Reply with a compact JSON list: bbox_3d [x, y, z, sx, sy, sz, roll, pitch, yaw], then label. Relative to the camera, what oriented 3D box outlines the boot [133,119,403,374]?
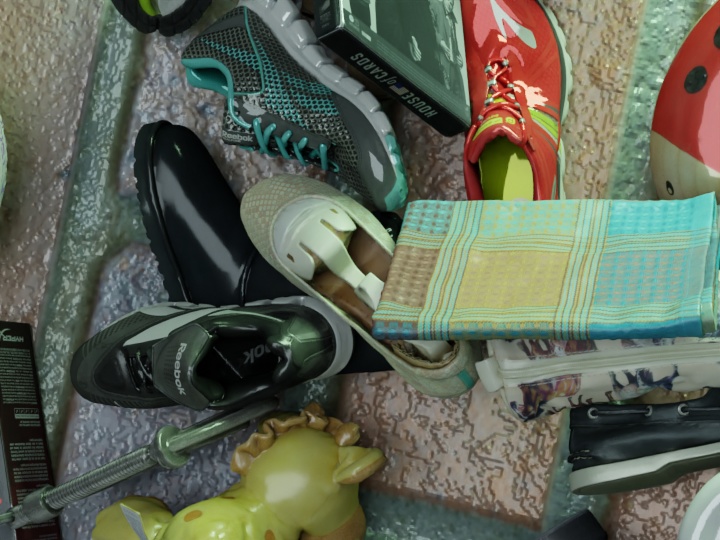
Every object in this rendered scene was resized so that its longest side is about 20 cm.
[{"bbox_3d":[-0.050,-0.019,1.421,0.167,0.076,0.201,-14,89,20],"label":"boot"}]

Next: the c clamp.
[{"bbox_3d":[-0.151,0.130,1.389,0.199,0.171,0.027,-26,84,32],"label":"c clamp"}]

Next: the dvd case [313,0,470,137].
[{"bbox_3d":[0.016,-0.201,1.346,0.025,0.150,0.201,-20,59,28],"label":"dvd case"}]

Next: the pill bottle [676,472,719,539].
[{"bbox_3d":[0.254,0.162,1.252,0.115,0.200,0.117,-1,88,17],"label":"pill bottle"}]

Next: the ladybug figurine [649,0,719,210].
[{"bbox_3d":[0.254,-0.110,1.336,0.135,0.072,0.201,29,95,17],"label":"ladybug figurine"}]

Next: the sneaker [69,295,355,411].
[{"bbox_3d":[-0.109,0.056,1.367,0.199,0.090,0.067,-7,97,23],"label":"sneaker"}]

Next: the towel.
[{"bbox_3d":[0.114,-0.004,1.272,0.199,0.147,0.022,0,121,12],"label":"towel"}]

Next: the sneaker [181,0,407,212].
[{"bbox_3d":[-0.045,-0.099,1.407,0.091,0.078,0.200,-33,59,-13],"label":"sneaker"}]

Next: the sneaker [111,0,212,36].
[{"bbox_3d":[-0.087,-0.231,1.417,0.199,0.074,0.081,-21,39,39],"label":"sneaker"}]

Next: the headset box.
[{"bbox_3d":[-0.295,0.146,1.489,0.148,0.075,0.201,-12,83,16],"label":"headset box"}]

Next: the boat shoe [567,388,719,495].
[{"bbox_3d":[0.223,0.089,1.332,0.198,0.074,0.067,-15,73,15],"label":"boat shoe"}]

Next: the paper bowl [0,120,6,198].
[{"bbox_3d":[-0.341,-0.072,1.495,0.199,0.104,0.202,-1,85,17],"label":"paper bowl"}]

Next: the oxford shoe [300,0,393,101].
[{"bbox_3d":[-0.012,-0.208,1.427,0.084,0.073,0.201,-20,80,18],"label":"oxford shoe"}]

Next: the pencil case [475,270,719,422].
[{"bbox_3d":[0.174,0.044,1.295,0.199,0.089,0.078,-8,91,19],"label":"pencil case"}]

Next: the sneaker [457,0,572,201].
[{"bbox_3d":[0.097,-0.097,1.378,0.076,0.085,0.202,-9,84,15],"label":"sneaker"}]

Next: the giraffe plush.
[{"bbox_3d":[-0.066,0.165,1.389,0.162,0.201,0.172,-39,58,-23],"label":"giraffe plush"}]

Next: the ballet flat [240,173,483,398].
[{"bbox_3d":[0.000,0.000,1.330,0.200,0.062,0.068,40,86,18],"label":"ballet flat"}]

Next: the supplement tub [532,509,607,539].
[{"bbox_3d":[0.166,0.250,1.322,0.107,0.107,0.201,-36,78,12],"label":"supplement tub"}]
